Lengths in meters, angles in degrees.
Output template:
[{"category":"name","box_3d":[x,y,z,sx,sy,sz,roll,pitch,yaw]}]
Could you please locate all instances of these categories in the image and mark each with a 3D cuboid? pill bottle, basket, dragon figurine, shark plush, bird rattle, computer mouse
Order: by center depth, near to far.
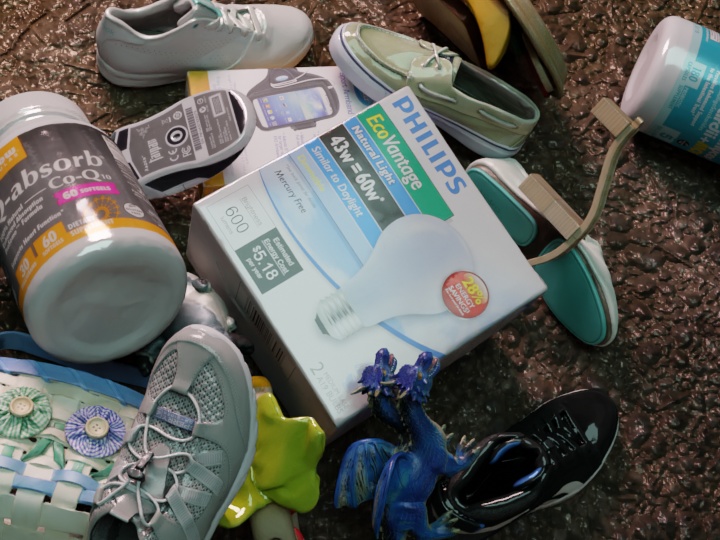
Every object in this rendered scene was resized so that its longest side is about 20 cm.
[{"category":"dragon figurine","box_3d":[0.021,0.150,0.789,0.099,0.059,0.201,17,93,-38]},{"category":"bird rattle","box_3d":[-0.057,0.164,0.802,0.112,0.201,0.163,-17,29,4]},{"category":"basket","box_3d":[-0.204,0.125,0.805,0.176,0.140,0.200,14,27,-5]},{"category":"pill bottle","box_3d":[-0.212,-0.037,0.827,0.116,0.117,0.200,-20,49,-20]},{"category":"shark plush","box_3d":[-0.137,0.052,0.849,0.083,0.091,0.200,-41,50,-20]},{"category":"computer mouse","box_3d":[-0.173,-0.085,0.935,0.199,0.044,0.110,-19,61,6]},{"category":"pill bottle","box_3d":[0.355,-0.153,1.066,0.199,0.111,0.111,22,61,0]}]

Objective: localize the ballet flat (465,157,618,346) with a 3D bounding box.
[{"category":"ballet flat","box_3d":[0.170,-0.026,0.996,0.069,0.069,0.200,-30,72,-24]}]

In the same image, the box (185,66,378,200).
[{"category":"box","box_3d":[-0.050,-0.122,1.008,0.199,0.042,0.119,-3,64,-16]}]

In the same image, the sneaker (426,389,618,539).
[{"category":"sneaker","box_3d":[0.140,0.144,0.871,0.200,0.112,0.073,-31,74,-24]}]

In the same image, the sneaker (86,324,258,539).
[{"category":"sneaker","box_3d":[-0.117,0.131,0.675,0.074,0.082,0.201,12,87,19]}]

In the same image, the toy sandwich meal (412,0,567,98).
[{"category":"toy sandwich meal","box_3d":[0.109,-0.227,1.034,0.070,0.205,0.205,-36,73,6]}]

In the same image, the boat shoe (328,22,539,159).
[{"category":"boat shoe","box_3d":[0.069,-0.171,1.013,0.199,0.062,0.072,27,50,-12]}]

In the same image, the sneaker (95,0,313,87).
[{"category":"sneaker","box_3d":[-0.133,-0.213,1.008,0.199,0.089,0.075,-12,65,-17]}]

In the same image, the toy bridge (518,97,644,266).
[{"category":"toy bridge","box_3d":[0.161,-0.052,0.943,0.067,0.200,0.027,49,23,16]}]

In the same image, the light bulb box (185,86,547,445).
[{"category":"light bulb box","box_3d":[0.000,0.000,0.888,0.200,0.125,0.199,-32,82,-19]}]
